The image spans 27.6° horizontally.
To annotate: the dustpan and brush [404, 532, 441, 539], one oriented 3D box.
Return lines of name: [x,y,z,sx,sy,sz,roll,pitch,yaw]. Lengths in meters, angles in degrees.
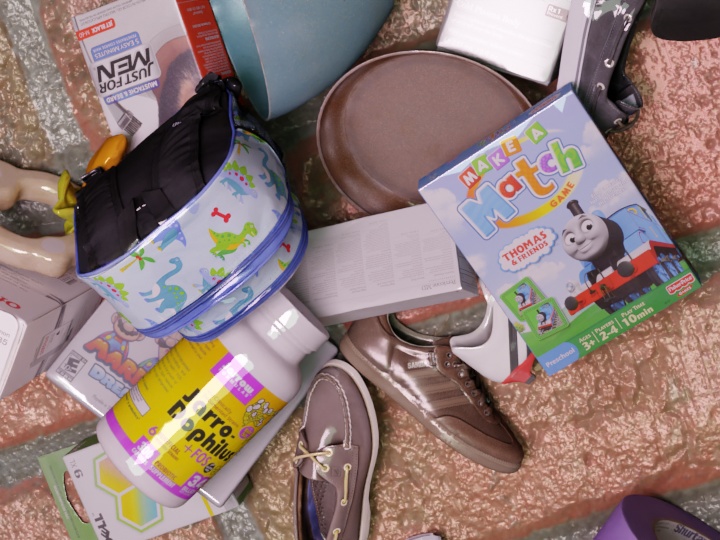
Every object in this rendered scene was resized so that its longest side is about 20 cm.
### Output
dustpan and brush: [0.003,0.337,1.383,0.200,0.057,0.140,-17,73,15]

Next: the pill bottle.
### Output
pill bottle: [-0.122,0.100,1.249,0.200,0.104,0.104,-45,90,3]

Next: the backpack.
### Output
backpack: [-0.131,-0.034,1.180,0.183,0.200,0.147,-38,113,10]

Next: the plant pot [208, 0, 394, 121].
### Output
plant pot: [-0.050,-0.241,1.226,0.135,0.200,0.200,-20,97,-9]

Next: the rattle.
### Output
rattle: [-0.318,-0.092,1.313,0.200,0.130,0.143,34,145,14]

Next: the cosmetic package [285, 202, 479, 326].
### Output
cosmetic package: [0.000,0.000,1.294,0.200,0.051,0.083,-11,75,22]

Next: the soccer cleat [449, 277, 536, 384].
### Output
soccer cleat: [0.151,0.007,1.280,0.085,0.069,0.200,24,106,-13]

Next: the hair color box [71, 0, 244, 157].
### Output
hair color box: [-0.169,-0.150,1.310,0.111,0.064,0.200,-16,99,25]

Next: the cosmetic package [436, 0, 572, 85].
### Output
cosmetic package: [0.146,-0.267,1.225,0.107,0.090,0.200,19,107,9]

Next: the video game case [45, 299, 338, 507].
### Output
video game case: [-0.152,0.084,1.338,0.200,0.024,0.182,37,75,2]

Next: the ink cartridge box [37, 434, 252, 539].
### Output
ink cartridge box: [-0.215,0.201,1.397,0.200,0.059,0.104,-21,96,14]

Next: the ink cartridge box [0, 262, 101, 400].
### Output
ink cartridge box: [-0.336,0.030,1.315,0.146,0.200,0.083,24,104,6]

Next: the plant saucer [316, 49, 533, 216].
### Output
plant saucer: [0.062,-0.112,1.260,0.200,0.032,0.200,7,132,8]

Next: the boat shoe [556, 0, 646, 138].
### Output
boat shoe: [0.203,-0.148,1.216,0.066,0.070,0.200,18,125,21]

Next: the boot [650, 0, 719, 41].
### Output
boot: [0.267,-0.296,1.186,0.069,0.200,0.174,-1,69,15]

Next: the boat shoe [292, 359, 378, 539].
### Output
boat shoe: [-0.029,0.180,1.337,0.072,0.060,0.200,18,118,34]

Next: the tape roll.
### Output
tape roll: [0.282,0.287,1.248,0.200,0.200,0.085,34,106,3]

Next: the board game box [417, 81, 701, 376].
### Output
board game box: [0.165,-0.031,1.215,0.151,0.037,0.200,-33,103,15]

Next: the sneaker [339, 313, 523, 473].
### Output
sneaker: [0.077,0.101,1.318,0.200,0.070,0.076,37,102,1]
